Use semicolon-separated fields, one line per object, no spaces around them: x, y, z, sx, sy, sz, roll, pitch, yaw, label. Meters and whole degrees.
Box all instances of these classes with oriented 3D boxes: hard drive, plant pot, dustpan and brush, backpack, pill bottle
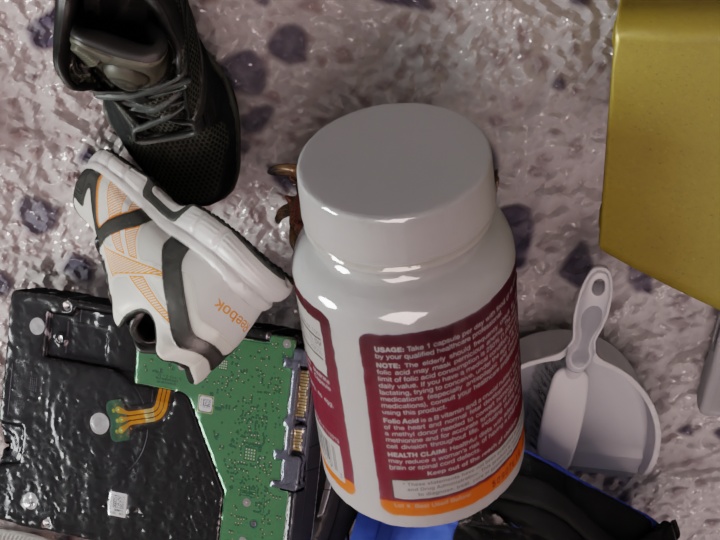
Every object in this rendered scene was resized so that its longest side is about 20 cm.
-0.118;0.093;1.020;0.198;0.038;0.142;8;95;22;hard drive
0.215;-0.089;0.871;0.174;0.201;0.202;6;127;11;plant pot
0.126;0.065;1.057;0.138;0.057;0.202;5;126;-2;dustpan and brush
0.072;0.198;1.070;0.167;0.164;0.199;-4;153;42;backpack
0.025;0.024;0.892;0.113;0.115;0.202;-3;129;4;pill bottle

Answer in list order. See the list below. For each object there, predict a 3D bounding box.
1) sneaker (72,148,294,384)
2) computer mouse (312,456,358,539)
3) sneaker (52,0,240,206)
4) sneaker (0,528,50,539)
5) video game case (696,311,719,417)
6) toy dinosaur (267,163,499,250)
-0.116;-0.005;0.938;0.074;0.200;0.080;39;85;-34;sneaker
-0.013;0.152;1.096;0.045;0.140;0.203;4;87;11;computer mouse
-0.114;-0.098;0.916;0.075;0.115;0.201;-6;128;8;sneaker
-0.277;0.255;1.206;0.197;0.081;0.147;-2;134;-1;sneaker
0.318;0.022;1.045;0.197;0.023;0.184;6;126;-1;video game case
0.000;0.000;1.003;0.134;0.086;0.201;11;130;-7;toy dinosaur
